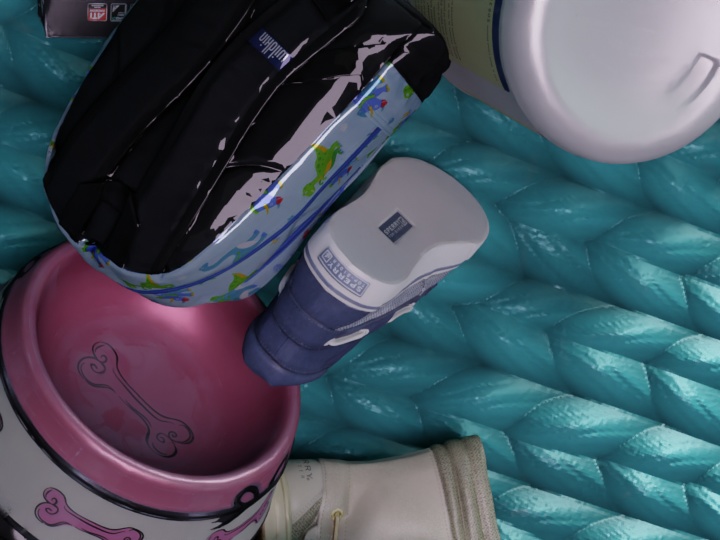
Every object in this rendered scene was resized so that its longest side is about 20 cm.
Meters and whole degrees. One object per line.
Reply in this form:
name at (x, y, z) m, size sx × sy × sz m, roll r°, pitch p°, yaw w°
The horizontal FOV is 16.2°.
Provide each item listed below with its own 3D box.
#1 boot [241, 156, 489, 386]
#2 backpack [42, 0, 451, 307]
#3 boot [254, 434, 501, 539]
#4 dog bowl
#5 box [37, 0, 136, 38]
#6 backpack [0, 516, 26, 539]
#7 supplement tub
boot at (0.000, 0.000, 1.401) m, size 0.073 × 0.200 × 0.090 m, roll 46°, pitch 115°, yaw 8°
backpack at (-0.071, -0.074, 1.314) m, size 0.163 × 0.154 × 0.200 m, roll 37°, pitch 78°, yaw 18°
boot at (0.012, 0.200, 1.508) m, size 0.154 × 0.072 × 0.201 m, roll -8°, pitch 108°, yaw -14°
dog bowl at (-0.120, 0.064, 1.362) m, size 0.199 × 0.201 × 0.074 m, roll 23°, pitch 134°, yaw -19°
box at (-0.072, -0.224, 1.361) m, size 0.199 × 0.050 × 0.200 m, roll -1°, pitch 115°, yaw -12°
backpack at (-0.153, 0.206, 1.429) m, size 0.200 × 0.154 × 0.163 m, roll 38°, pitch 105°, yaw -3°
supplement tub at (0.109, -0.148, 1.349) m, size 0.144 × 0.200 × 0.146 m, roll -6°, pitch 109°, yaw -19°
